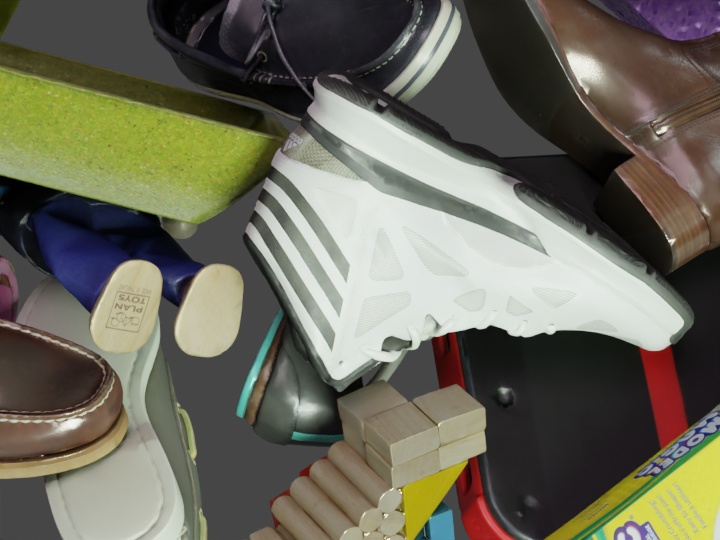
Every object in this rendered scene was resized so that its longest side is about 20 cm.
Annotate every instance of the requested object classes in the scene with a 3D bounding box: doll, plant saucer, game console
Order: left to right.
[{"bbox_3d":[-0.135,-0.067,1.119,0.200,0.200,0.048,14,96,-6],"label":"plant saucer"},{"bbox_3d":[-0.131,-0.018,1.140,0.136,0.049,0.200,4,17,-30],"label":"doll"},{"bbox_3d":[0.121,0.036,1.107,0.177,0.031,0.200,-2,64,-14],"label":"game console"}]

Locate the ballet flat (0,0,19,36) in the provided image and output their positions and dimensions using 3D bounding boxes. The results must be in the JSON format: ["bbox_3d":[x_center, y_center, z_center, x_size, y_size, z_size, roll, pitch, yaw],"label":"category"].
[{"bbox_3d":[-0.212,-0.128,1.250,0.067,0.067,0.200,5,61,14],"label":"ballet flat"}]

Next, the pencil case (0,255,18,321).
[{"bbox_3d":[-0.253,-0.011,1.181,0.200,0.087,0.083,31,45,24],"label":"pencil case"}]

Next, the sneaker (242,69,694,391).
[{"bbox_3d":[0.037,0.009,1.057,0.115,0.200,0.076,-58,21,9],"label":"sneaker"}]

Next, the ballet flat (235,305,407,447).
[{"bbox_3d":[0.000,0.000,1.148,0.068,0.068,0.200,17,58,0],"label":"ballet flat"}]

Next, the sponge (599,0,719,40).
[{"bbox_3d":[0.161,-0.169,1.241,0.112,0.030,0.200,-38,63,-12],"label":"sponge"}]

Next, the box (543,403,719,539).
[{"bbox_3d":[0.165,0.117,1.037,0.200,0.048,0.117,-37,95,-10],"label":"box"}]

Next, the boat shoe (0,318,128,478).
[{"bbox_3d":[-0.199,0.040,1.070,0.200,0.070,0.070,4,36,9],"label":"boat shoe"}]

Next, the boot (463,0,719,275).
[{"bbox_3d":[0.165,-0.115,1.142,0.200,0.064,0.187,-31,86,-21],"label":"boot"}]

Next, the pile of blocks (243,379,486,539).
[{"bbox_3d":[-0.019,0.128,1.065,0.200,0.082,0.062,-51,39,1],"label":"pile of blocks"}]

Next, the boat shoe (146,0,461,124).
[{"bbox_3d":[-0.032,-0.112,1.165,0.200,0.062,0.075,12,68,51],"label":"boat shoe"}]

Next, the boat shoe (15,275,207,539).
[{"bbox_3d":[-0.111,0.074,1.118,0.072,0.060,0.202,-19,40,1],"label":"boat shoe"}]
